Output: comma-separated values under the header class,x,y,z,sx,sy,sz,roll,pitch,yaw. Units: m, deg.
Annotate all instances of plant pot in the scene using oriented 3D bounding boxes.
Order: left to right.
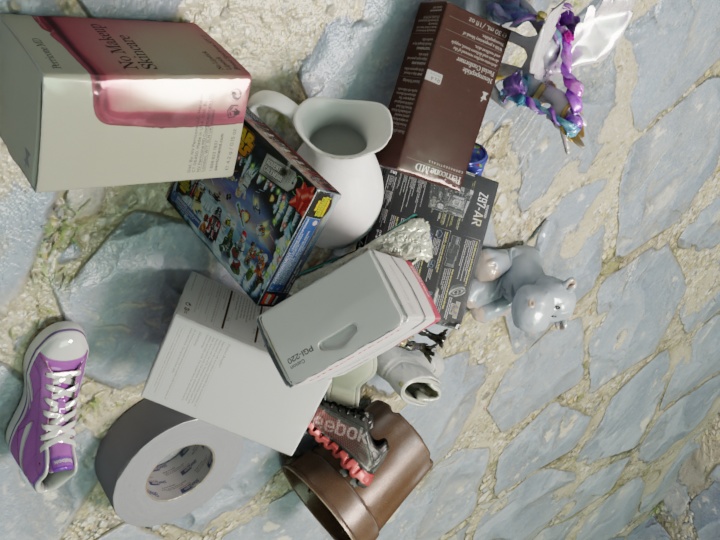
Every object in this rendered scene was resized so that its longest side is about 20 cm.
class,x,y,z,sx,sy,sz,roll,pitch,yaw
plant pot,0.005,0.339,1.426,0.198,0.199,0.202,-39,144,-20

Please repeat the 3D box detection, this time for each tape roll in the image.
class,x,y,z,sx,sy,sz,roll,pitch,yaw
tape roll,-0.263,0.259,1.183,0.198,0.066,0.203,-27,140,-25

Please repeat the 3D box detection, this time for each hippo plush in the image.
class,x,y,z,sx,sy,sz,roll,pitch,yaw
hippo plush,0.281,0.047,1.429,0.197,0.161,0.161,-20,136,-29

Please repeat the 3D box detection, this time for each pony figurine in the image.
class,x,y,z,sx,sy,sz,roll,pitch,yaw
pony figurine,0.230,-0.268,1.053,0.164,0.200,0.196,-16,134,-32

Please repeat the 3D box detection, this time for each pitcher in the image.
class,x,y,z,sx,sy,sz,roll,pitch,yaw
pitcher,-0.052,-0.121,0.997,0.201,0.169,0.123,98,15,-60

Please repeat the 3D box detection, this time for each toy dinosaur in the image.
class,x,y,z,sx,sy,sz,roll,pitch,yaw
toy dinosaur,0.068,0.090,1.164,0.200,0.087,0.048,117,-7,-82

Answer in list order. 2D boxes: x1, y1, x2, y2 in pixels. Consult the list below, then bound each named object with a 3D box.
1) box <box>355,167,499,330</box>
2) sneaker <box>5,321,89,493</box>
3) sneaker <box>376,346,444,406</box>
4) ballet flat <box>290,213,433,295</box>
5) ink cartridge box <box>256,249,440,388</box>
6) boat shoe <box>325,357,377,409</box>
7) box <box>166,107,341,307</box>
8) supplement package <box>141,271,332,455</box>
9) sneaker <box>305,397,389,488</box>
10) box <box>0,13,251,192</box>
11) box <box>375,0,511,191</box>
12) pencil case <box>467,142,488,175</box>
class,x,y,z,sx,sy,sz,roll,pitch,yaw
box,0.079,-0.041,1.109,0.157,0.043,0.204,15,90,-15
sneaker,-0.344,0.165,0.978,0.072,0.114,0.203,-1,124,-41
sneaker,0.101,0.183,1.423,0.198,0.115,0.074,13,114,-50
ballet flat,0.000,0.000,1.032,0.197,0.073,0.072,-25,145,11
ink cartridge box,-0.006,0.052,0.916,0.144,0.086,0.200,-30,172,11
boat shoe,-0.013,0.144,1.293,0.203,0.071,0.061,106,0,-52
box,-0.119,-0.077,0.895,0.040,0.200,0.138,7,119,-50
supplement package,-0.145,0.113,1.037,0.197,0.120,0.123,25,112,-12
sneaker,-0.034,0.233,1.301,0.098,0.200,0.071,-45,-177,-1
box,-0.220,-0.157,0.784,0.197,0.128,0.110,-10,131,-38
box,0.096,-0.208,1.022,0.099,0.075,0.204,13,99,-27
pencil case,0.115,-0.093,1.208,0.086,0.078,0.203,-19,136,-41
